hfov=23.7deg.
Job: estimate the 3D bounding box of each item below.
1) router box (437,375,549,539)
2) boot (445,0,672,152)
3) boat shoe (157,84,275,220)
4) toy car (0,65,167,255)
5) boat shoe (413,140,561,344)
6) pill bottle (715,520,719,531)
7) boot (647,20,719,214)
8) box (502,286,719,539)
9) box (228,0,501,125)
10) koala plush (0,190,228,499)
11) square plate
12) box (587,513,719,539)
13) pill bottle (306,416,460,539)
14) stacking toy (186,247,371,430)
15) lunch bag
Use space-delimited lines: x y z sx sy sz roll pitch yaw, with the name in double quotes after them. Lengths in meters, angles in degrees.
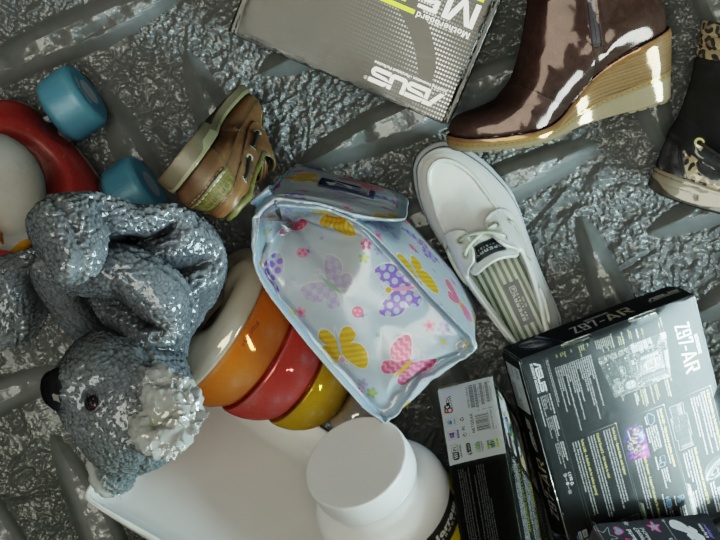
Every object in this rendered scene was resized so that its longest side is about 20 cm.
0.116 0.205 1.367 0.051 0.149 0.200 -15 60 12 "router box"
0.147 -0.193 1.378 0.200 0.072 0.167 -17 104 -4 "boot"
-0.106 -0.088 1.363 0.068 0.200 0.072 38 114 -7 "boat shoe"
-0.284 -0.050 1.381 0.184 0.200 0.177 -33 95 10 "toy car"
0.111 -0.018 1.418 0.074 0.067 0.200 -33 95 9 "boat shoe"
0.343 0.306 1.429 0.111 0.111 0.200 -8 99 7 "pill bottle"
0.345 -0.112 1.381 0.200 0.073 0.151 13 100 8 "boot"
0.219 0.132 1.408 0.160 0.044 0.200 -20 105 -11 "box"
0.019 -0.245 1.399 0.200 0.048 0.193 24 99 1 "box"
-0.176 0.064 1.291 0.184 0.177 0.200 3 66 -32 "koala plush"
-0.105 0.180 1.422 0.198 0.200 0.028 32 132 0 "square plate"
0.231 0.314 1.384 0.115 0.132 0.200 -1 127 -24 "box"
0.033 0.208 1.390 0.112 0.113 0.200 -23 136 8 "pill bottle"
-0.061 0.089 1.437 0.200 0.146 0.146 36 101 -18 "stacking toy"
0.000 0.000 1.379 0.127 0.170 0.200 -42 93 10 "lunch bag"
